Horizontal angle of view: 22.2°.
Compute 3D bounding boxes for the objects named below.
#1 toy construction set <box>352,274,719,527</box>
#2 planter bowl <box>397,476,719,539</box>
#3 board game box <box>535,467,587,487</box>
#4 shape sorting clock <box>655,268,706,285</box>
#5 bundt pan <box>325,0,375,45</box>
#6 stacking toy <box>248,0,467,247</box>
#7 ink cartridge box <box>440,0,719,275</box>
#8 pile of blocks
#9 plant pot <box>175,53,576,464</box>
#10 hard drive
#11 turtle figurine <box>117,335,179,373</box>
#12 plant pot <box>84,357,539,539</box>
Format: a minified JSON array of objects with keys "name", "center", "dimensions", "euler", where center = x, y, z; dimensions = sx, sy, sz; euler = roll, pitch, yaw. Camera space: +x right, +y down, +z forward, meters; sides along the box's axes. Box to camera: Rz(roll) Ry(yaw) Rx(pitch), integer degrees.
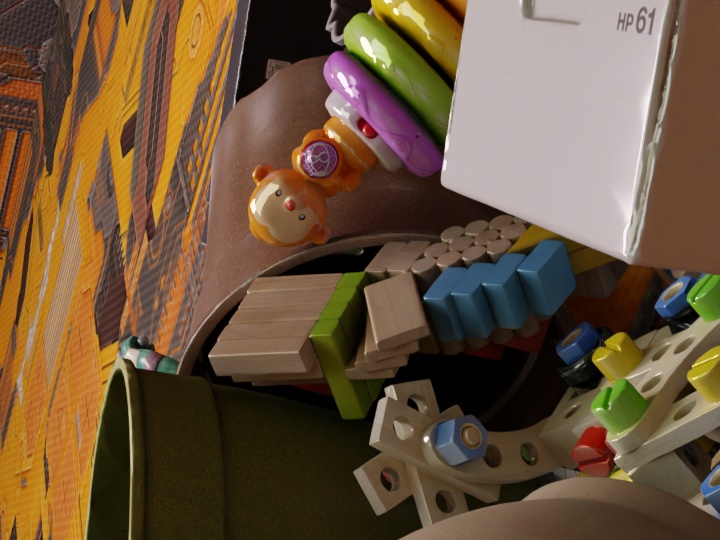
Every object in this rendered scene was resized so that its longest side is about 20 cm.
[{"name":"toy construction set","center":[0.098,0.062,0.716],"dimensions":[0.200,0.092,0.131],"euler":[-11,30,44]},{"name":"planter bowl","center":[0.070,0.155,0.613],"dimensions":[0.135,0.200,0.200],"euler":[-48,-9,-42]},{"name":"board game box","center":[0.119,0.157,0.772],"dimensions":[0.200,0.034,0.136],"euler":[177,100,-72]},{"name":"shape sorting clock","center":[0.152,-0.087,0.772],"dimensions":[0.200,0.039,0.200],"euler":[-172,90,-72]},{"name":"bundt pan","center":[0.063,-0.191,0.966],"dimensions":[0.202,0.076,0.202],"euler":[-56,16,24]},{"name":"stacking toy","center":[0.024,-0.085,0.813],"dimensions":[0.200,0.116,0.110],"euler":[-44,6,-1]},{"name":"ink cartridge box","center":[0.140,-0.041,0.528],"dimensions":[0.145,0.200,0.085],"euler":[-149,69,-71]},{"name":"pile of blocks","center":[0.039,0.025,0.794],"dimensions":[0.082,0.200,0.062],"euler":[-97,-13,-60]},{"name":"plant pot","center":[0.000,0.000,0.954],"dimensions":[0.198,0.200,0.200],"euler":[-99,25,-50]},{"name":"hard drive","center":[-0.014,-0.102,1.122],"dimensions":[0.038,0.140,0.200],"euler":[-163,81,-72]},{"name":"turtle figurine","center":[-0.074,0.075,1.233],"dimensions":[0.200,0.150,0.101],"euler":[-44,52,46]},{"name":"plant pot","center":[-0.020,0.147,0.821],"dimensions":[0.200,0.193,0.201],"euler":[-175,90,-77]}]
